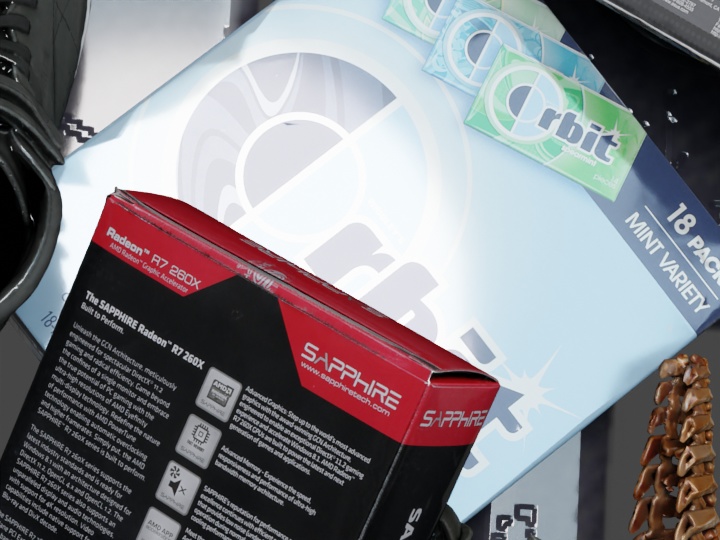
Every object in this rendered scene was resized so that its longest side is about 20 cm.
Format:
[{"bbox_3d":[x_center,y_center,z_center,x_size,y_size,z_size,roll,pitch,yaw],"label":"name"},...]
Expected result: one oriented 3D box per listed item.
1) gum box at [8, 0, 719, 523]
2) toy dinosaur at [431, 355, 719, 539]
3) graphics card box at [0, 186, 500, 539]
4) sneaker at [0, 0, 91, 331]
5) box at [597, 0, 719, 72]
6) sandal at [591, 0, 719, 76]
[{"bbox_3d":[0.000,0.000,0.946,0.200,0.045,0.170,-38,87,-10],"label":"gum box"},{"bbox_3d":[0.067,0.129,0.905,0.135,0.102,0.201,20,64,-41],"label":"toy dinosaur"},{"bbox_3d":[-0.054,0.092,0.865,0.125,0.051,0.201,28,100,27],"label":"graphics card box"},{"bbox_3d":[-0.111,-0.062,0.866,0.070,0.099,0.201,11,82,-15],"label":"sneaker"},{"bbox_3d":[0.156,-0.126,0.892,0.200,0.044,0.161,33,96,26],"label":"box"},{"bbox_3d":[0.086,-0.148,0.979,0.076,0.043,0.200,-36,87,-10],"label":"sandal"}]
